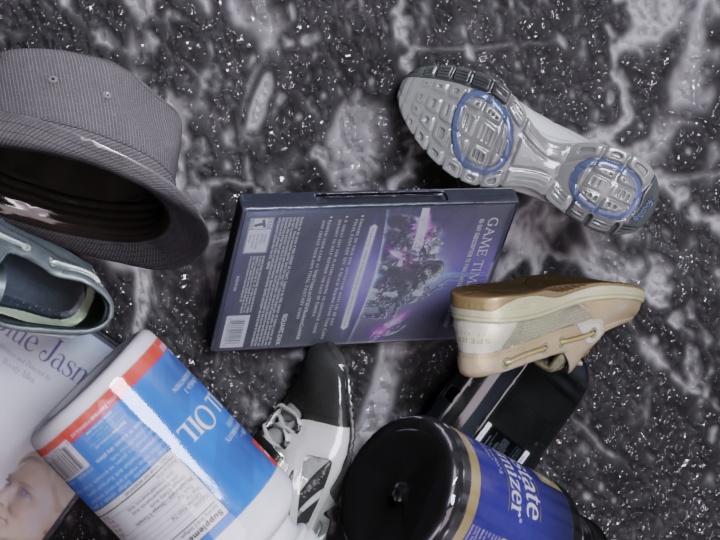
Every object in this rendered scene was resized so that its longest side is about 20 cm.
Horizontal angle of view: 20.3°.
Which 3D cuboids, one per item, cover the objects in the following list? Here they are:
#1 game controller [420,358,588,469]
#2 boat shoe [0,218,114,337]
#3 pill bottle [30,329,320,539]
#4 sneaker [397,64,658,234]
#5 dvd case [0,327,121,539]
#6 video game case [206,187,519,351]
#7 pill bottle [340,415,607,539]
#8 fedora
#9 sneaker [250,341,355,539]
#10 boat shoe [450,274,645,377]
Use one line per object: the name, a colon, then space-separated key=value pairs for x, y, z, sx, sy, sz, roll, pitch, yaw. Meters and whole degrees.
game controller: x=0.088 y=0.128 z=1.499 sx=0.104 sy=0.042 sz=0.200 roll=38 pitch=89 yaw=-37
boat shoe: x=-0.242 y=-0.003 z=1.283 sx=0.199 sy=0.062 sz=0.073 roll=23 pitch=92 yaw=-43
pill bottle: x=-0.115 y=0.146 z=1.342 sx=0.112 sy=0.112 sz=0.200 roll=-44 pitch=97 yaw=-5
sneaker: x=0.114 y=-0.084 z=1.436 sx=0.199 sy=0.087 sz=0.075 roll=29 pitch=94 yaw=-4
dvd case: x=-0.246 y=0.115 z=1.383 sx=0.142 sy=0.018 sz=0.200 roll=36 pitch=89 yaw=-22
video game case: x=0.000 y=0.000 z=1.403 sx=0.199 sy=0.019 sz=0.143 roll=-3 pitch=137 yaw=-20
pill bottle: x=0.087 y=0.186 z=1.425 sx=0.200 sy=0.112 sz=0.112 roll=30 pitch=92 yaw=-41
fedora: x=-0.185 y=-0.081 z=1.300 sx=0.199 sy=0.177 sz=0.091 roll=15 pitch=68 yaw=-7
sneaker: x=-0.061 y=0.146 z=1.425 sx=0.088 sy=0.074 sz=0.201 roll=10 pitch=99 yaw=-23
boat shoe: x=0.134 y=0.040 z=1.440 sx=0.199 sy=0.072 sz=0.065 roll=-6 pitch=99 yaw=-50
